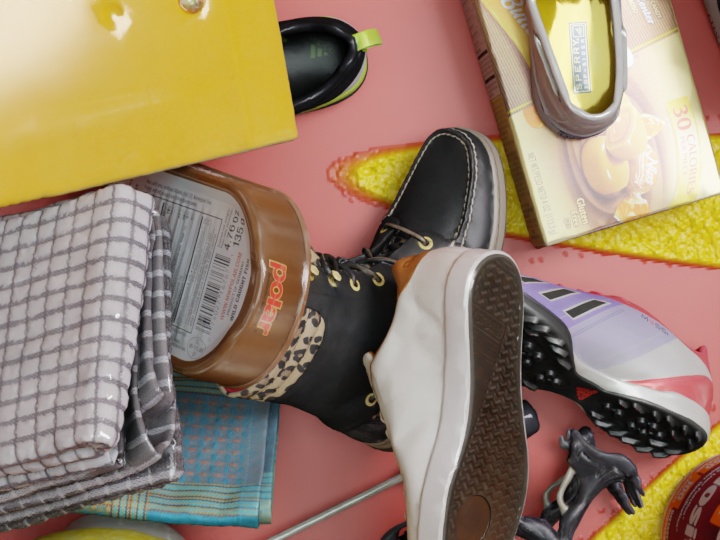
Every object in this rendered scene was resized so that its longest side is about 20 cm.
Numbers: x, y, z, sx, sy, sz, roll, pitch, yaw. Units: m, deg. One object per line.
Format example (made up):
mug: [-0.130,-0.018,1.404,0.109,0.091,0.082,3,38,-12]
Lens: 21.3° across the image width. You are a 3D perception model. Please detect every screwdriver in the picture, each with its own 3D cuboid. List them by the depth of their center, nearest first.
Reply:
screwdriver: [0.018,0.129,1.156,0.200,0.029,0.028,-26,91,-9]

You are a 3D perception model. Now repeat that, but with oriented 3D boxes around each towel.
towel: [-0.186,0.054,1.026,0.200,0.086,0.166,-17,55,23]
towel: [-0.144,0.078,1.115,0.200,0.022,0.147,6,53,-4]

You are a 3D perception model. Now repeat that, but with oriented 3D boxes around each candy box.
candy box: [0.135,-0.125,1.158,0.115,0.055,0.200,-16,90,-4]

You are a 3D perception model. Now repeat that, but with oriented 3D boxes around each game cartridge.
game cartridge: [-0.139,-0.136,1.023,0.200,0.032,0.177,-15,100,-28]

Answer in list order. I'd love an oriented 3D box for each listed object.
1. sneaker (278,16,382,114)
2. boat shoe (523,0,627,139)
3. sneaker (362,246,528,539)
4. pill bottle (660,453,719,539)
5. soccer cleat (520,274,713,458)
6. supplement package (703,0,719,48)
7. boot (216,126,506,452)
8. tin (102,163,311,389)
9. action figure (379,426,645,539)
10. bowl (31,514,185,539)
sneaker: [-0.086,-0.111,1.128,0.200,0.083,0.072,-22,91,-4]
boat shoe: [0.117,-0.178,1.086,0.074,0.086,0.202,-5,89,-4]
sneaker: [0.043,0.087,1.059,0.073,0.085,0.200,5,90,-47]
pill bottle: [0.246,0.164,1.090,0.113,0.200,0.113,0,89,-4]
soccer cleat: [0.129,0.039,1.130,0.200,0.068,0.073,30,54,-22]
supplement package: [0.279,-0.210,1.098,0.147,0.200,0.191,-21,90,-4]
boot: [0.000,0.000,1.102,0.150,0.073,0.200,17,95,-47]
tin: [-0.097,-0.004,1.066,0.042,0.200,0.112,18,91,-36]
action figure: [0.076,0.175,1.123,0.200,0.119,0.102,-31,87,-9]
bowl: [-0.142,0.205,1.096,0.200,0.200,0.108,8,47,-4]
